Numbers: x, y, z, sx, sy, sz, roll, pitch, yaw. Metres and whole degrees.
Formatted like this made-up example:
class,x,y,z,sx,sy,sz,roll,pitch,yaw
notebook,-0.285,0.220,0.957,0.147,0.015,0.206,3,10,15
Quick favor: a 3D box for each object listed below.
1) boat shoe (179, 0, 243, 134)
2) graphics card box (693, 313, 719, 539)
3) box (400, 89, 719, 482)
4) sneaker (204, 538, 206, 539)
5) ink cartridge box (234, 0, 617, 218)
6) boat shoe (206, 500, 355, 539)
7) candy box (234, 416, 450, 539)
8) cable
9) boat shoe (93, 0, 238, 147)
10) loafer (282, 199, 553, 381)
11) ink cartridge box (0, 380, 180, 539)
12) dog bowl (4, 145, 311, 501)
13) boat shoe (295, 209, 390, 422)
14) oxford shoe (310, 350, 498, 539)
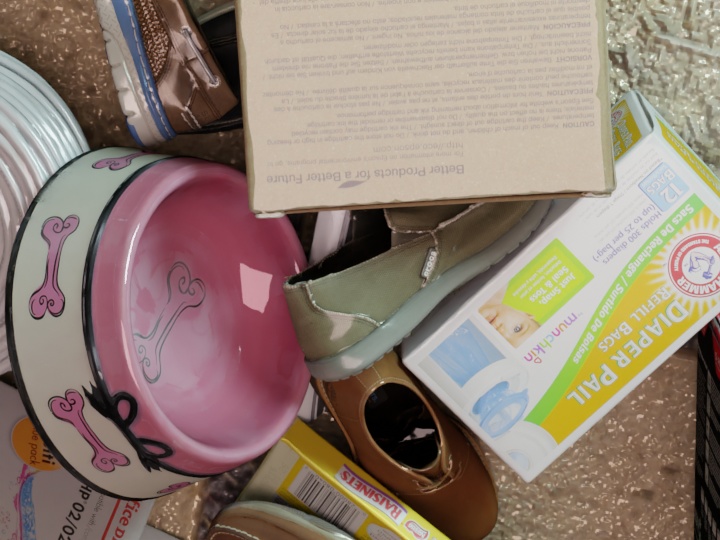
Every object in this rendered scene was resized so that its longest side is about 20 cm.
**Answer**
class,x,y,z,sx,sy,sz,roll,pitch,yaw
boat shoe,-0.041,-0.122,1.286,0.199,0.068,0.072,-14,110,6
graphics card box,0.232,0.125,1.335,0.050,0.126,0.201,-1,108,0
box,0.131,0.008,1.309,0.112,0.101,0.200,43,103,-13
sneaker,-0.049,0.263,1.404,0.077,0.082,0.200,-34,105,11
ink cartridge box,0.033,-0.120,1.197,0.198,0.075,0.166,-3,102,0
boat shoe,-0.014,0.211,1.329,0.199,0.072,0.076,32,144,12
candy box,0.017,0.180,1.354,0.200,0.026,0.102,39,144,4
cable,-0.241,-0.032,1.286,0.199,0.069,0.201,9,111,20
boat shoe,-0.119,-0.176,1.257,0.072,0.072,0.201,-15,96,2
loafer,0.035,-0.023,1.258,0.200,0.075,0.070,-43,109,-20
ink cartridge box,-0.194,0.150,1.342,0.199,0.116,0.068,28,136,-9
dog bowl,-0.102,0.026,1.236,0.073,0.200,0.201,-6,112,37
boat shoe,0.000,0.000,1.329,0.066,0.070,0.201,12,101,-2
oxford shoe,0.034,0.114,1.334,0.071,0.071,0.200,-41,131,-2
